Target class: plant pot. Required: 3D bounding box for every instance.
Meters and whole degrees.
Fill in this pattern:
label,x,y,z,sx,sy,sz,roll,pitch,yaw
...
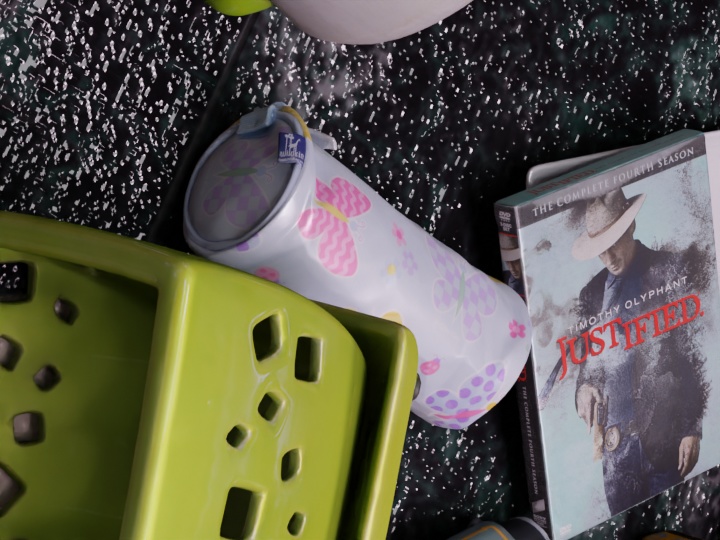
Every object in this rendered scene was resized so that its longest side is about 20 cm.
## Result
label,x,y,z,sx,sy,sz,roll,pitch,yaw
plant pot,-0.094,0.087,1.157,0.181,0.200,0.199,10,91,-45

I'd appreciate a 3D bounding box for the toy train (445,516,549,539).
label,x,y,z,sx,sy,sz,roll,pitch,yaw
toy train,0.046,0.195,1.338,0.200,0.114,0.085,-23,151,-38

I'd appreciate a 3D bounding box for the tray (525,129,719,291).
label,x,y,z,sx,sy,sz,roll,pitch,yaw
tray,0.165,-0.021,1.449,0.200,0.022,0.108,-12,105,-36

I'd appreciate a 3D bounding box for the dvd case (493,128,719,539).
label,x,y,z,sx,sy,sz,roll,pitch,yaw
dvd case,0.143,0.036,1.414,0.146,0.022,0.200,-21,112,-34

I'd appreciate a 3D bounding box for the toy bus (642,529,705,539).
label,x,y,z,sx,sy,sz,roll,pitch,yaw
toy bus,0.179,0.257,1.483,0.078,0.065,0.200,-10,105,-34

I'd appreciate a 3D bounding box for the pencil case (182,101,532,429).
label,x,y,z,sx,sy,sz,roll,pitch,yaw
pencil case,0.000,0.000,1.284,0.200,0.083,0.091,39,37,-36

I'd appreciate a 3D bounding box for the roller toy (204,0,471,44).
label,x,y,z,sx,sy,sz,roll,pitch,yaw
roller toy,0.002,-0.213,1.182,0.140,0.182,0.200,44,71,-34
